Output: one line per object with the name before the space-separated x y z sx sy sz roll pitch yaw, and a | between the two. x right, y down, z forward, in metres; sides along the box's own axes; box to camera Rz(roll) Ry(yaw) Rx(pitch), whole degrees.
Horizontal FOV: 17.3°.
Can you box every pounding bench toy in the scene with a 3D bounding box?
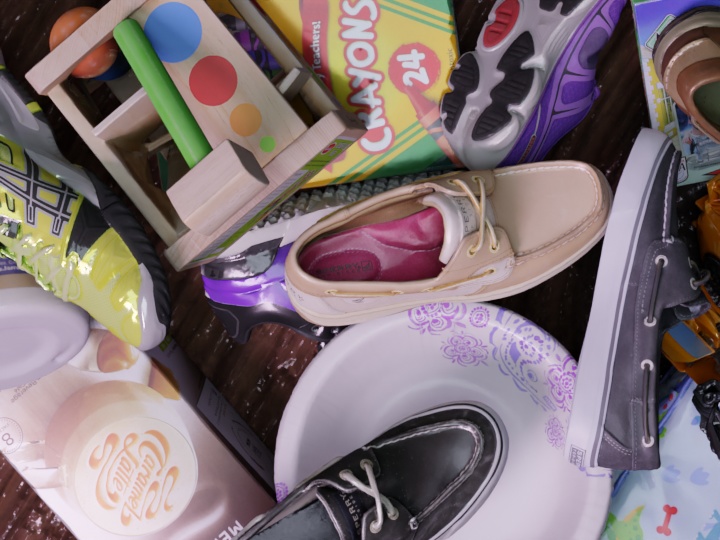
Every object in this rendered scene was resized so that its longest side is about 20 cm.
pounding bench toy | -0.100 -0.100 1.314 0.124 0.200 0.156 -39 89 6

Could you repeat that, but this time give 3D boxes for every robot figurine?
robot figurine | 0.239 0.038 1.384 0.144 0.058 0.200 -29 56 -19

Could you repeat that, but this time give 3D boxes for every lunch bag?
lunch bag | 0.219 0.158 1.457 0.160 0.082 0.200 37 100 -6

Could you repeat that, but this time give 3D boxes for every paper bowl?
paper bowl | 0.051 0.123 1.412 0.199 0.104 0.203 -1 79 3

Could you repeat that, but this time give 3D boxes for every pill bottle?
pill bottle | -0.233 -0.039 1.399 0.110 0.111 0.201 -19 65 5

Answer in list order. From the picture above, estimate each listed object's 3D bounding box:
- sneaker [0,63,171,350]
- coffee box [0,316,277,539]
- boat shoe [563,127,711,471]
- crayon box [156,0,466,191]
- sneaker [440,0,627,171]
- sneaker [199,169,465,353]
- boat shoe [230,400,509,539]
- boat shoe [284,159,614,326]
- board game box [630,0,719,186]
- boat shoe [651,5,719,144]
sneaker | -0.182 -0.025 1.307 0.076 0.076 0.200 -33 69 -31
coffee box | -0.134 0.116 1.465 0.114 0.080 0.200 -41 95 8
boat shoe | 0.166 0.019 1.344 0.066 0.070 0.202 11 72 10
crayon box | -0.036 -0.115 1.441 0.198 0.051 0.128 -8 99 4
sneaker | 0.120 -0.141 1.422 0.080 0.083 0.201 28 82 40
sneaker | 0.000 0.000 1.453 0.198 0.070 0.100 -10 105 8
boat shoe | -0.001 0.140 1.328 0.199 0.064 0.071 -35 78 -3
boat shoe | 0.051 -0.019 1.354 0.198 0.069 0.074 -19 74 0
board game box | 0.266 -0.129 1.407 0.198 0.029 0.135 -11 126 4
boat shoe | 0.259 -0.081 1.377 0.199 0.074 0.076 21 122 -18
